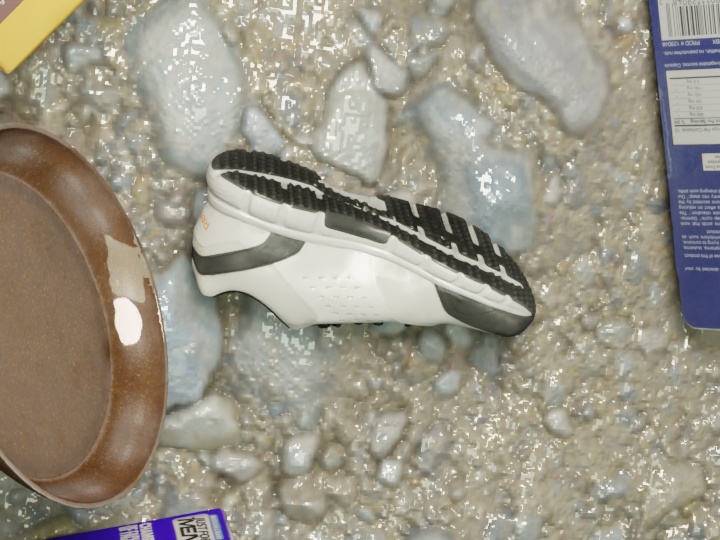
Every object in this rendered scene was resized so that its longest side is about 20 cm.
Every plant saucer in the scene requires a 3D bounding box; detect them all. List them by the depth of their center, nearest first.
[{"bbox_3d":[-0.165,0.025,0.981,0.034,0.200,0.200,-16,108,25],"label":"plant saucer"}]

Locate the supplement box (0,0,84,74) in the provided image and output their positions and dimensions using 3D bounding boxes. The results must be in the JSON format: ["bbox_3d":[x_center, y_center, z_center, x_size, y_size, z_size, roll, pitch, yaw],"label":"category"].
[{"bbox_3d":[-0.175,-0.241,0.931,0.197,0.133,0.200,-45,107,2],"label":"supplement box"}]

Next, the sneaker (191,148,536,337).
[{"bbox_3d":[0.000,0.000,1.062,0.200,0.074,0.080,19,113,-9],"label":"sneaker"}]

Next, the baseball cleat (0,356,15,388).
[{"bbox_3d":[-0.270,0.019,0.962,0.200,0.070,0.107,4,97,-15],"label":"baseball cleat"}]

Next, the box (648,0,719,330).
[{"bbox_3d":[0.226,-0.064,1.057,0.032,0.121,0.200,-21,108,-50],"label":"box"}]

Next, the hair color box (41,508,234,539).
[{"bbox_3d":[-0.163,0.210,1.077,0.200,0.065,0.109,-10,104,-9],"label":"hair color box"}]
